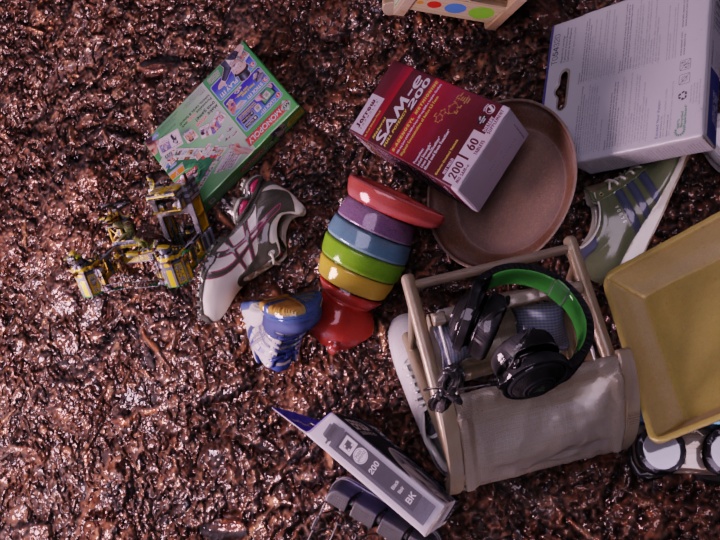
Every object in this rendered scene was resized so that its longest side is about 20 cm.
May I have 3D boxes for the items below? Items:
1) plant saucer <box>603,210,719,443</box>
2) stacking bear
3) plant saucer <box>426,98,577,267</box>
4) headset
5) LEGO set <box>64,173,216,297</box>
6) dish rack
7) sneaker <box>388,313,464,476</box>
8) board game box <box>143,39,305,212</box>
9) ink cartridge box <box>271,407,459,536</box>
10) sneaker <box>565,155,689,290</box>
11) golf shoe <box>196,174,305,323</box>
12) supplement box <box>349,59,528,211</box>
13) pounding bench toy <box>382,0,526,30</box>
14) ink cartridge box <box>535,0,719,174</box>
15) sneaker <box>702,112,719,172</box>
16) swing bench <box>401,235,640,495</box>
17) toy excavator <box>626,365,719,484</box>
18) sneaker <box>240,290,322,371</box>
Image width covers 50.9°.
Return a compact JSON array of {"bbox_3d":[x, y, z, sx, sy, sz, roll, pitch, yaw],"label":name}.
[{"bbox_3d":[0.353,0.048,0.732,0.198,0.048,0.203,-33,44,32],"label":"plant saucer"},{"bbox_3d":[0.000,0.000,0.908,0.121,0.112,0.204,40,110,61],"label":"stacking bear"},{"bbox_3d":[0.167,-0.096,0.883,0.197,0.036,0.206,-13,70,38],"label":"plant saucer"},{"bbox_3d":[0.131,0.059,0.679,0.199,0.095,0.123,-36,64,-29],"label":"headset"},{"bbox_3d":[-0.286,-0.053,0.970,0.196,0.154,0.118,-3,117,26],"label":"LEGO set"},{"bbox_3d":[-0.011,0.366,0.880,0.151,0.054,0.204,25,90,20],"label":"dish rack"},{"bbox_3d":[0.084,0.140,0.875,0.075,0.080,0.203,-28,73,11],"label":"sneaker"},{"bbox_3d":[-0.188,-0.195,1.035,0.200,0.029,0.135,-43,73,6],"label":"board game box"},{"bbox_3d":[0.014,0.203,0.823,0.198,0.198,0.044,35,85,18],"label":"ink cartridge box"},{"bbox_3d":[0.297,-0.083,0.853,0.088,0.067,0.204,25,92,13],"label":"sneaker"},{"bbox_3d":[-0.145,-0.019,0.972,0.087,0.077,0.204,24,90,9],"label":"golf shoe"},{"bbox_3d":[0.088,-0.164,0.898,0.199,0.061,0.110,35,92,41],"label":"supplement box"},{"bbox_3d":[0.122,-0.373,0.932,0.152,0.200,0.128,4,83,-15],"label":"pounding bench toy"},{"bbox_3d":[0.301,-0.213,0.856,0.197,0.043,0.201,-6,67,47],"label":"ink cartridge box"},{"bbox_3d":[0.455,-0.117,0.798,0.198,0.099,0.076,34,93,20],"label":"sneaker"},{"bbox_3d":[0.158,0.098,0.779,0.194,0.131,0.203,-13,55,-5],"label":"swing bench"},{"bbox_3d":[0.373,0.116,0.794,0.189,0.100,0.205,-1,72,15],"label":"toy excavator"},{"bbox_3d":[-0.087,0.074,0.894,0.074,0.199,0.091,-9,89,-20],"label":"sneaker"}]
